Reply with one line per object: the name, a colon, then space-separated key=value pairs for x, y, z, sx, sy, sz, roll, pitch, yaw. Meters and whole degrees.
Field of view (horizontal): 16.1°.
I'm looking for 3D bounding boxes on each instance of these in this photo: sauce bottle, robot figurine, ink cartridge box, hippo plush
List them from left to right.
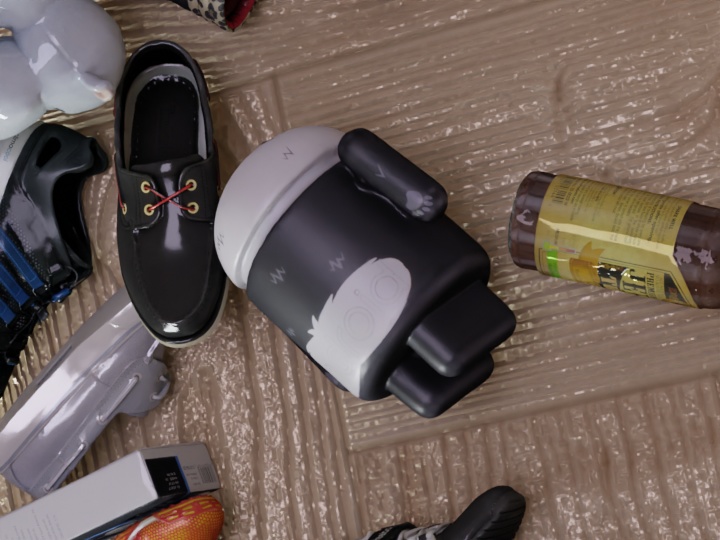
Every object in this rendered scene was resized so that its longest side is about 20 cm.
hippo plush: x=-0.220 y=-0.176 z=1.635 sx=0.199 sy=0.159 sz=0.161 roll=-27 pitch=110 yaw=-6
ink cartridge box: x=-0.198 y=0.168 z=1.669 sx=0.199 sy=0.099 sz=0.039 roll=-25 pitch=81 yaw=20
robot figurine: x=0.001 y=-0.002 z=1.581 sx=0.200 sy=0.125 sz=0.150 roll=41 pitch=98 yaw=17
sauce bottle: x=0.189 y=-0.012 z=1.536 sx=0.199 sy=0.065 sz=0.065 roll=13 pitch=94 yaw=23

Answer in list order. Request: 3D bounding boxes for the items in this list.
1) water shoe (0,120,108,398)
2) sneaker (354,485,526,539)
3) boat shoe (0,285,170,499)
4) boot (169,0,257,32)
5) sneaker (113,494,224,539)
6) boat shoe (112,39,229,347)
water shoe: x=-0.222 y=0.001 z=1.697 sx=0.078 sy=0.071 sz=0.201 roll=13 pitch=96 yaw=17
sneaker: x=0.017 y=0.191 z=1.595 sx=0.200 sy=0.074 sz=0.089 roll=-47 pitch=69 yaw=19
boat shoe: x=-0.164 y=0.071 z=1.678 sx=0.068 sy=0.072 sz=0.200 roll=42 pitch=93 yaw=-12
boot: x=-0.115 y=-0.268 z=1.656 sx=0.153 sy=0.073 sz=0.205 roll=25 pitch=106 yaw=23
sneaker: x=-0.145 y=0.225 z=1.660 sx=0.200 sy=0.073 sz=0.077 roll=-52 pitch=59 yaw=24
boat shoe: x=-0.125 y=-0.050 z=1.629 sx=0.073 sy=0.063 sz=0.202 roll=-6 pitch=67 yaw=4
